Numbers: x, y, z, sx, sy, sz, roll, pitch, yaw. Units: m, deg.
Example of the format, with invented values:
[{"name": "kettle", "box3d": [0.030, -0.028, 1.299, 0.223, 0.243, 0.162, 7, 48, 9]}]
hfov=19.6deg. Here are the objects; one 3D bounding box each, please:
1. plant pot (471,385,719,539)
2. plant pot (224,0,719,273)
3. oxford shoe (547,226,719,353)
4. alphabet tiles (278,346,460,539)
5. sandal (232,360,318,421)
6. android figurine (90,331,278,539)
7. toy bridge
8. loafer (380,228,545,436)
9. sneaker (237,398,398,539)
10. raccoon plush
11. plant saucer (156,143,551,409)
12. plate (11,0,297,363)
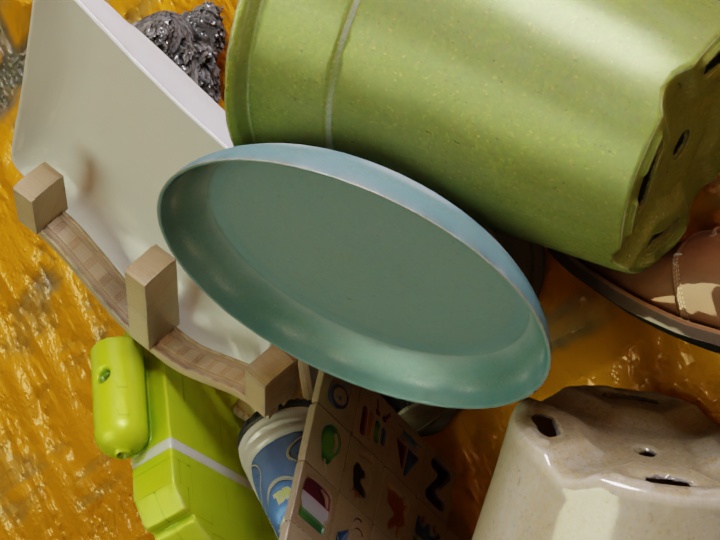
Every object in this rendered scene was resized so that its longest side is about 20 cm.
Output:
[{"name": "plant pot", "box3d": [0.121, 0.164, 1.000, 0.200, 0.199, 0.185, 24, 113, 40]}, {"name": "plant pot", "box3d": [0.071, -0.092, 0.947, 0.189, 0.200, 0.202, 29, 128, 23]}, {"name": "oxford shoe", "box3d": [0.172, 0.006, 0.966, 0.199, 0.071, 0.072, 25, 97, 40]}, {"name": "alphabet tiles", "box3d": [0.019, 0.163, 1.089, 0.007, 0.168, 0.200, -11, 140, 32]}, {"name": "sandal", "box3d": [-0.039, 0.087, 1.195, 0.069, 0.078, 0.214, -6, 114, 19]}, {"name": "android figurine", "box3d": [-0.084, 0.106, 1.202, 0.041, 0.182, 0.202, -28, 51, 26]}, {"name": "toy bridge", "box3d": [-0.115, 0.016, 1.141, 0.199, 0.027, 0.068, 36, 151, 22]}, {"name": "loafer", "box3d": [0.038, 0.028, 1.110, 0.076, 0.067, 0.201, 42, 136, 24]}, {"name": "sneaker", "box3d": [0.001, 0.159, 1.145, 0.075, 0.200, 0.077, -36, 32, 15]}, {"name": "raccoon plush", "box3d": [-0.078, -0.065, 1.219, 0.199, 0.097, 0.134, 32, 120, -2]}, {"name": "plant saucer", "box3d": [0.000, 0.000, 0.973, 0.198, 0.028, 0.201, 21, 154, 11]}, {"name": "plate", "box3d": [-0.103, -0.047, 1.109, 0.200, 0.032, 0.200, 44, 151, 10]}]
